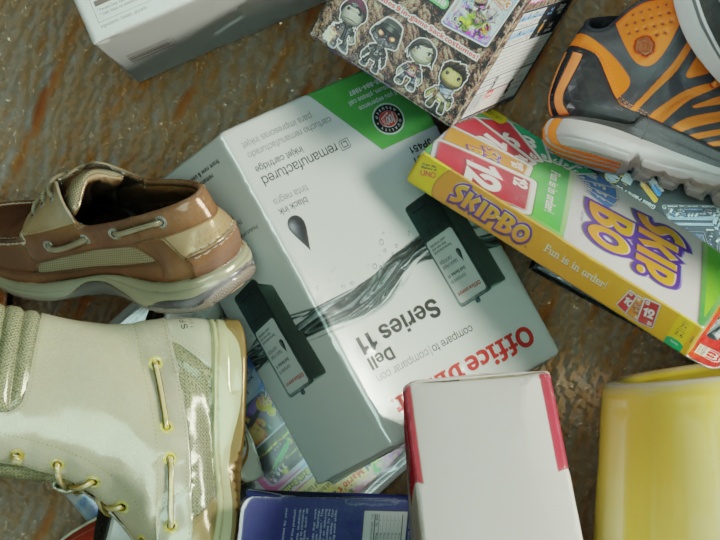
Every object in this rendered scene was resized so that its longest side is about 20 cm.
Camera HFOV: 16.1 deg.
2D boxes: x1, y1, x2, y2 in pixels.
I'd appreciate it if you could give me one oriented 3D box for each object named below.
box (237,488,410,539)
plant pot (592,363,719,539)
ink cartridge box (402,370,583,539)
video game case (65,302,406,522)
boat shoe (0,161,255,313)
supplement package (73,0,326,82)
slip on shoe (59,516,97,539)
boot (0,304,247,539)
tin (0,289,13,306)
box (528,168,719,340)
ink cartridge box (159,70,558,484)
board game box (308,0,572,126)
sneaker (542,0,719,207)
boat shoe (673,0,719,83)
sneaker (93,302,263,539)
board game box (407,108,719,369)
[{"bbox_3d":[-0.019,0.184,1.426,0.032,0.200,0.121,5,88,36],"label":"box"},{"bbox_3d":[0.210,0.147,1.404,0.201,0.201,0.189,-7,91,2],"label":"plant pot"},{"bbox_3d":[0.072,0.175,1.360,0.086,0.148,0.200,-7,132,-1],"label":"ink cartridge box"},{"bbox_3d":[-0.079,0.091,1.509,0.200,0.024,0.182,-42,88,-1],"label":"video game case"},{"bbox_3d":[-0.145,-0.027,1.416,0.200,0.076,0.072,4,124,36],"label":"boat shoe"},{"bbox_3d":[-0.089,-0.194,1.430,0.156,0.200,0.111,-23,87,1],"label":"supplement package"},{"bbox_3d":[-0.188,0.215,1.480,0.200,0.061,0.074,-41,86,6],"label":"slip on shoe"},{"bbox_3d":[-0.144,0.118,1.375,0.155,0.072,0.200,6,78,-11],"label":"boot"},{"bbox_3d":[-0.263,0.039,1.499,0.112,0.042,0.200,5,80,-2],"label":"tin"},{"bbox_3d":[0.223,-0.024,1.491,0.200,0.046,0.159,28,89,3],"label":"box"},{"bbox_3d":[0.000,0.000,1.448,0.147,0.083,0.200,-27,87,-38],"label":"ink cartridge box"},{"bbox_3d":[0.079,-0.195,1.418,0.097,0.159,0.200,33,106,8],"label":"board game box"},{"bbox_3d":[0.210,-0.096,1.434,0.200,0.078,0.112,17,82,-3],"label":"sneaker"},{"bbox_3d":[0.238,-0.104,1.375,0.070,0.066,0.200,-18,76,-30],"label":"boat shoe"},{"bbox_3d":[-0.092,0.079,1.464,0.085,0.073,0.200,15,80,-12],"label":"sneaker"},{"bbox_3d":[0.129,-0.021,1.424,0.200,0.096,0.030,35,120,7],"label":"board game box"}]
